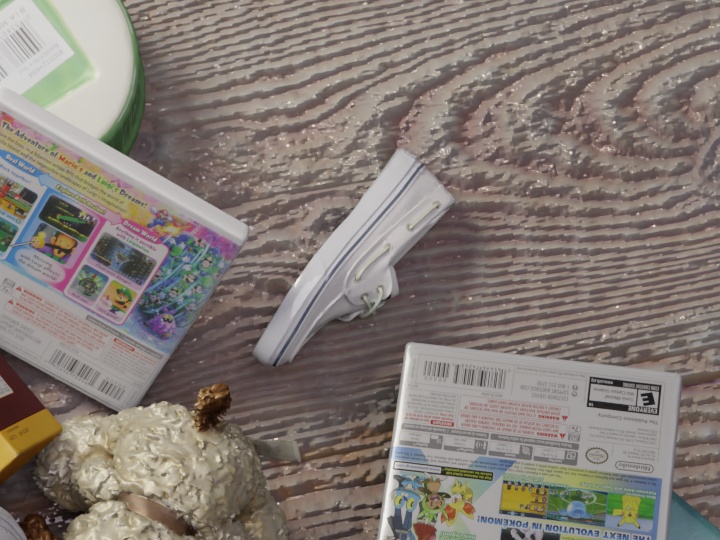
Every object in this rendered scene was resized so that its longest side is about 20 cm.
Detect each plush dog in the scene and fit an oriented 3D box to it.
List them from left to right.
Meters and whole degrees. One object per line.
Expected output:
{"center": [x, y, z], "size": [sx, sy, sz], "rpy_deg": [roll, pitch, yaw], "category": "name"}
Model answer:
{"center": [-0.140, 0.180, 1.478], "size": [0.199, 0.161, 0.172], "rpy_deg": [27, 53, -6], "category": "plush dog"}

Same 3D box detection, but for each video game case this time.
{"center": [-0.206, -0.009, 1.519], "size": [0.199, 0.024, 0.182], "rpy_deg": [30, 119, -11], "category": "video game case"}
{"center": [0.117, 0.148, 1.497], "size": [0.198, 0.022, 0.184], "rpy_deg": [6, 67, 6], "category": "video game case"}

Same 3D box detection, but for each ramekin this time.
{"center": [-0.252, -0.143, 1.565], "size": [0.198, 0.098, 0.202], "rpy_deg": [2, 80, -10], "category": "ramekin"}

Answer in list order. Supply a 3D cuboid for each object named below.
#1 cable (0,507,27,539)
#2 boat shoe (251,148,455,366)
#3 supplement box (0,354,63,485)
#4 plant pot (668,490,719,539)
{"center": [-0.299, 0.222, 1.372], "size": [0.199, 0.201, 0.069], "rpy_deg": [-10, 46, -31], "category": "cable"}
{"center": [0.000, 0.000, 1.597], "size": [0.067, 0.074, 0.200], "rpy_deg": [37, 75, 1], "category": "boat shoe"}
{"center": [-0.350, 0.102, 1.459], "size": [0.197, 0.133, 0.200], "rpy_deg": [-40, 89, 6], "category": "supplement box"}
{"center": [0.141, 0.188, 1.560], "size": [0.141, 0.141, 0.200], "rpy_deg": [-43, 80, -14], "category": "plant pot"}
